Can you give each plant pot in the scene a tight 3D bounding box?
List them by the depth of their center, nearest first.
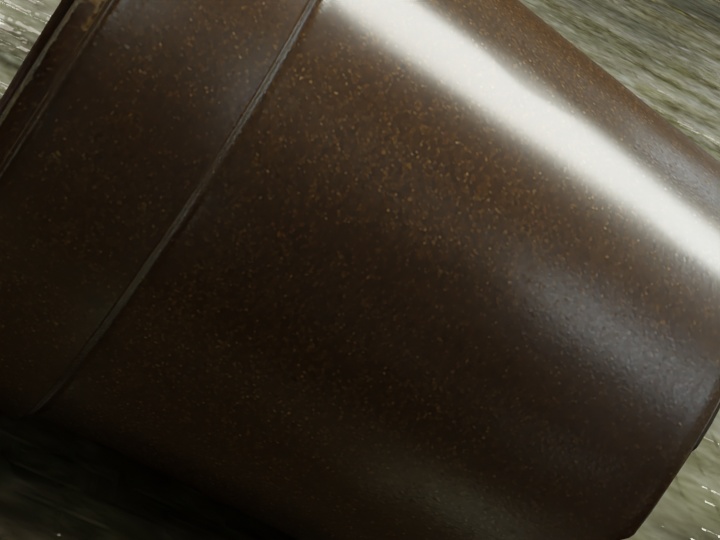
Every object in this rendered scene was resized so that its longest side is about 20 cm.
[{"bbox_3d":[-0.007,-0.009,0.644,0.198,0.200,0.200,33,15,-10],"label":"plant pot"}]
